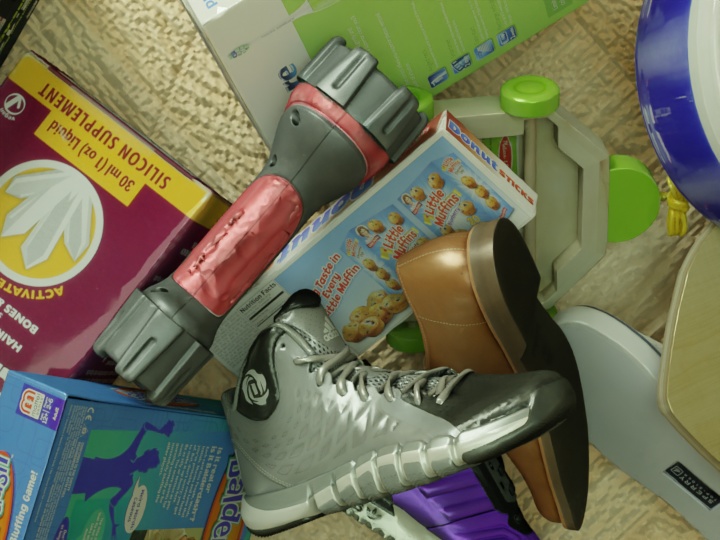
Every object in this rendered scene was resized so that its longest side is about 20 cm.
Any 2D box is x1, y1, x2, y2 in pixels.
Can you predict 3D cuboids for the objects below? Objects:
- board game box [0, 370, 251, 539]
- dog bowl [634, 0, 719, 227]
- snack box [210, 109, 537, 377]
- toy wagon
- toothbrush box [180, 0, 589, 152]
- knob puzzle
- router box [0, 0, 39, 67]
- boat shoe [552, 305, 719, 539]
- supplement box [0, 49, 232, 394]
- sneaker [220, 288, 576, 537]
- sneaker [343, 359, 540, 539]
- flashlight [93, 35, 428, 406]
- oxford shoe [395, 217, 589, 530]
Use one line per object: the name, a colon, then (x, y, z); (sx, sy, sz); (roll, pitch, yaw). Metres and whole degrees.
board game box: (-0.129, 0.139, 0.942); (0.045, 0.200, 0.153); (18, 90, 31)
dog bowl: (0.250, -0.112, 0.963); (0.199, 0.079, 0.202); (1, 88, -23)
snack box: (0.000, 0.000, 0.970); (0.072, 0.024, 0.200); (41, 119, -17)
toy wagon: (0.082, -0.033, 0.991); (0.199, 0.040, 0.156); (-6, 122, -4)
toothbrush box: (0.008, -0.162, 0.949); (0.199, 0.146, 0.086); (-33, 56, -2)
knob puzzle: (0.241, 0.047, 1.006); (0.218, 0.030, 0.221); (5, 80, -27)
router box: (-0.235, -0.109, 0.944); (0.062, 0.150, 0.201); (31, 91, -6)
boat shoe: (0.187, 0.085, 1.020); (0.200, 0.070, 0.071); (42, 134, -6)
supplement box: (-0.179, 0.004, 0.966); (0.131, 0.103, 0.200); (36, 90, 6)
sneaker: (0.005, 0.057, 0.911); (0.199, 0.075, 0.116); (-23, 84, 27)
sneaker: (0.058, 0.120, 1.007); (0.199, 0.070, 0.100); (32, 85, -9)
flashlight: (-0.052, -0.022, 0.895); (0.200, 0.068, 0.068); (-49, 131, -5)
oxford shoe: (0.075, 0.060, 0.962); (0.071, 0.071, 0.201); (-11, 121, 24)
